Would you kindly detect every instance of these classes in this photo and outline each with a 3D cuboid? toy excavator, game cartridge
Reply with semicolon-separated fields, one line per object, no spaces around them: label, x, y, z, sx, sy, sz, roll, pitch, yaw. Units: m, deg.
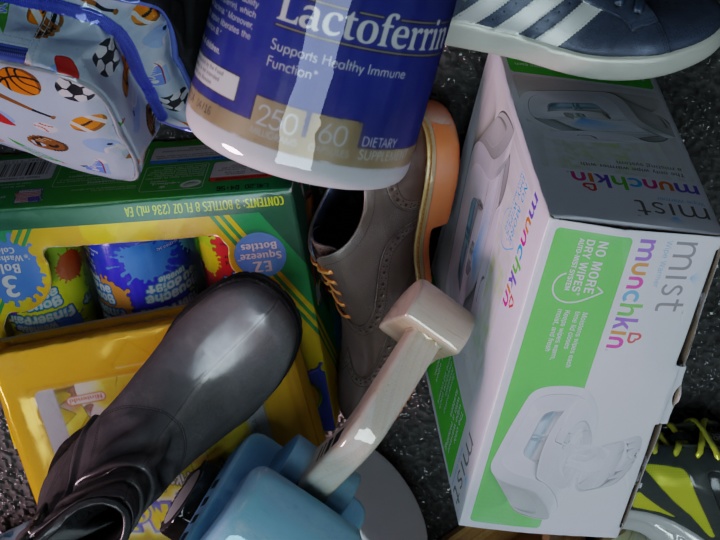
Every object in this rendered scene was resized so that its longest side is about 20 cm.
toy excavator;-0.025;0.117;1.069;0.100;0.195;0.200;37;142;-8
game cartridge;-0.103;0.118;1.160;0.176;0.032;0.200;-11;109;13

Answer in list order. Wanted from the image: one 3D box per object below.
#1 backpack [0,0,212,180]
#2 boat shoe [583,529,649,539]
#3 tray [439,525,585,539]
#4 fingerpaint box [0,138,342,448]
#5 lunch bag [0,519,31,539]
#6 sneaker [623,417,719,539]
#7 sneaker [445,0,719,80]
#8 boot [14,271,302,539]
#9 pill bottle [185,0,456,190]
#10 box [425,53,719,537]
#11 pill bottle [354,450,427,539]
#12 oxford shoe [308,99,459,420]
backpack;-0.165;-0.141;1.023;0.190;0.154;0.200;22;160;13
boat shoe;0.111;0.222;1.291;0.065;0.072;0.200;41;113;-18
tray;0.058;0.212;1.271;0.037;0.099;0.200;40;119;-20
fingerpaint box;-0.119;0.014;1.178;0.200;0.073;0.167;-3;122;9
lunch bag;-0.210;0.272;1.281;0.082;0.200;0.161;-23;118;21
sneaker;0.179;0.114;1.218;0.200;0.075;0.085;27;117;-21
sneaker;0.092;-0.156;1.041;0.200;0.075;0.085;8;126;1
boot;-0.110;0.097;1.065;0.070;0.132;0.200;39;113;-7
pill bottle;-0.008;-0.149;0.974;0.115;0.116;0.200;14;107;-3
box;0.106;0.010;1.081;0.096;0.177;0.200;6;125;-11
pill bottle;-0.060;0.191;1.264;0.200;0.113;0.112;-34;113;25
oxford shoe;0.000;0.000;1.139;0.073;0.071;0.200;-5;114;-28
